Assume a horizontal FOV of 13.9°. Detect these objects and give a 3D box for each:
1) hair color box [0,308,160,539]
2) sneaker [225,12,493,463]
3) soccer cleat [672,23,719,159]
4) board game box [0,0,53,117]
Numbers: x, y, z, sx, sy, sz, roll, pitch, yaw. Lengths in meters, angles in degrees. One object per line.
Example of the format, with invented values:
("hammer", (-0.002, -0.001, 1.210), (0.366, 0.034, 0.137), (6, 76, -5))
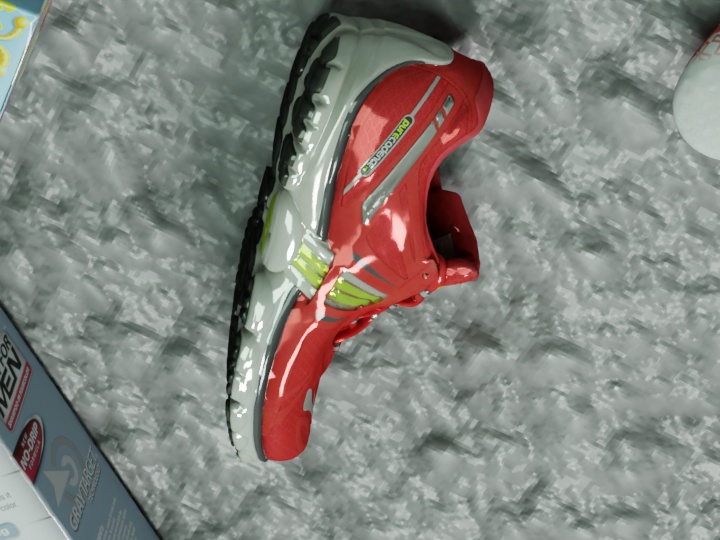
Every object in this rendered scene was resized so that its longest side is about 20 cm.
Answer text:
("hair color box", (-0.144, 0.117, 1.205), (0.099, 0.061, 0.200), (-18, 123, 21))
("sneaker", (0.000, 0.000, 1.085), (0.085, 0.077, 0.200), (13, 128, -7))
("soccer cleat", (0.198, -0.071, 0.989), (0.200, 0.085, 0.069), (-15, 123, 19))
("board game box", (-0.206, -0.114, 1.011), (0.200, 0.105, 0.103), (22, 128, -6))
